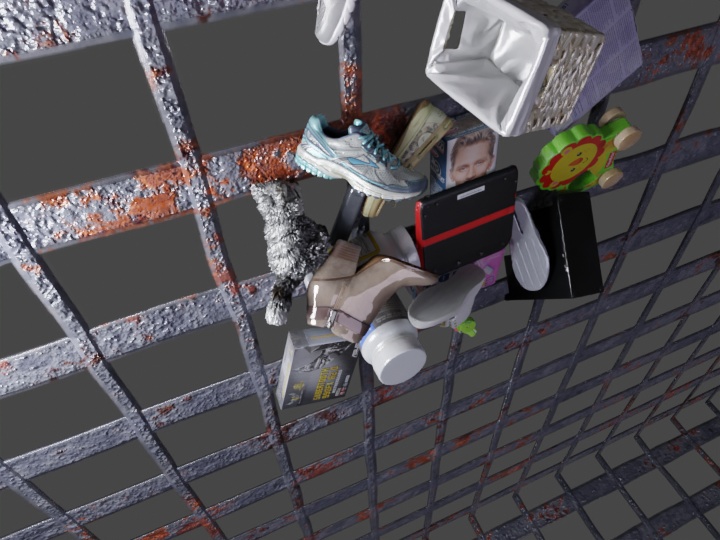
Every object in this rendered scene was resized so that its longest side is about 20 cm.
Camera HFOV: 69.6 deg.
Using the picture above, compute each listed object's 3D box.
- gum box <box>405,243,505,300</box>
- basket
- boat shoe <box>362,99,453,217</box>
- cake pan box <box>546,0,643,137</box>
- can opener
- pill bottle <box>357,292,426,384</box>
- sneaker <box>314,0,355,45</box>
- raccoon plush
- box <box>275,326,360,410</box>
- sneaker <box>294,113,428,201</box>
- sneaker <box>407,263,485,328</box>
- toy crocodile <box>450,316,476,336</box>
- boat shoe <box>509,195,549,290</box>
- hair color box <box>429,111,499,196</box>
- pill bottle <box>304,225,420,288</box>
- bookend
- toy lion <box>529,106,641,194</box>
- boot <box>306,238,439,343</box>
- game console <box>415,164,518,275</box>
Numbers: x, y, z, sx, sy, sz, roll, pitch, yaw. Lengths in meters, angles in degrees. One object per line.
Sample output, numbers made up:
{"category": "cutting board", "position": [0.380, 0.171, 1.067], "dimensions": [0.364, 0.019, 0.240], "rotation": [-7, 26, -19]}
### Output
{"category": "gum box", "position": [0.195, -0.013, 1.048], "dimensions": [0.196, 0.067, 0.115], "rotation": [-15, 136, -17]}
{"category": "basket", "position": [0.199, -0.285, 0.689], "dimensions": [0.121, 0.201, 0.137], "rotation": [-10, 136, -28]}
{"category": "boat shoe", "position": [0.068, -0.161, 0.808], "dimensions": [0.062, 0.074, 0.202], "rotation": [30, 114, -7]}
{"category": "cake pan box", "position": [0.354, -0.340, 0.837], "dimensions": [0.184, 0.053, 0.199], "rotation": [-41, 138, 14]}
{"category": "can opener", "position": [-0.021, -0.132, 0.830], "dimensions": [0.066, 0.054, 0.202], "rotation": [21, 123, -5]}
{"category": "pill bottle", "position": [0.038, 0.103, 0.966], "dimensions": [0.112, 0.201, 0.115], "rotation": [-16, 137, -15]}
{"category": "sneaker", "position": [-0.037, -0.364, 0.581], "dimensions": [0.080, 0.075, 0.203], "rotation": [3, 125, -12]}
{"category": "raccoon plush", "position": [-0.118, -0.037, 0.766], "dimensions": [0.095, 0.204, 0.134], "rotation": [-10, 146, 27]}
{"category": "box", "position": [-0.089, 0.205, 1.106], "dimensions": [0.155, 0.049, 0.203], "rotation": [-5, 132, -27]}
{"category": "sneaker", "position": [0.005, -0.161, 0.731], "dimensions": [0.196, 0.078, 0.088], "rotation": [18, 117, 2]}
{"category": "sneaker", "position": [0.159, 0.080, 0.978], "dimensions": [0.198, 0.073, 0.117], "rotation": [-29, 143, -34]}
{"category": "toy crocodile", "position": [0.206, 0.095, 1.162], "dimensions": [0.061, 0.068, 0.200], "rotation": [-35, 137, 14]}
{"category": "boat shoe", "position": [0.329, -0.060, 1.025], "dimensions": [0.071, 0.071, 0.203], "rotation": [-11, 113, 24]}
{"category": "hair color box", "position": [0.175, -0.164, 0.894], "dimensions": [0.098, 0.061, 0.202], "rotation": [-21, 137, -12]}
{"category": "pill bottle", "position": [0.000, 0.000, 0.910], "dimensions": [0.197, 0.113, 0.113], "rotation": [-24, 139, -7]}
{"category": "bookend", "position": [0.389, -0.043, 1.096], "dimensions": [0.090, 0.203, 0.199], "rotation": [-8, 178, -25]}
{"category": "toy lion", "position": [0.406, -0.203, 0.968], "dimensions": [0.189, 0.070, 0.201], "rotation": [-24, 153, 2]}
{"category": "boot", "position": [0.013, 0.044, 0.825], "dimensions": [0.196, 0.070, 0.149], "rotation": [18, 91, -3]}
{"category": "game console", "position": [0.187, -0.082, 0.917], "dimensions": [0.197, 0.031, 0.179], "rotation": [-21, 132, -13]}
